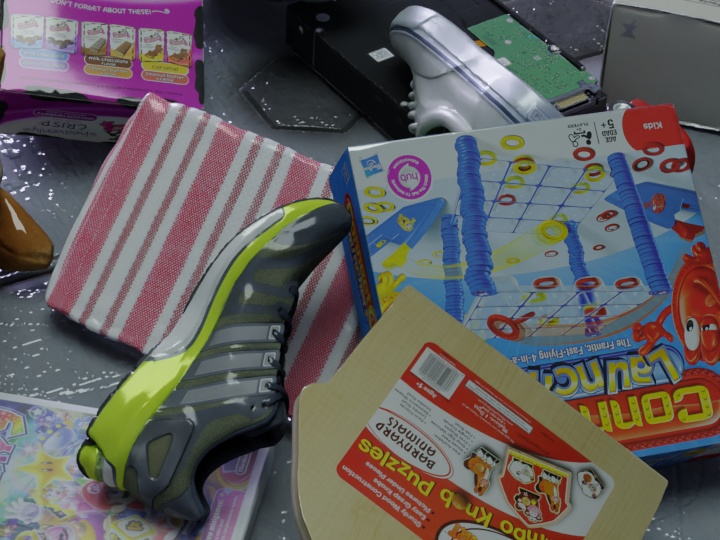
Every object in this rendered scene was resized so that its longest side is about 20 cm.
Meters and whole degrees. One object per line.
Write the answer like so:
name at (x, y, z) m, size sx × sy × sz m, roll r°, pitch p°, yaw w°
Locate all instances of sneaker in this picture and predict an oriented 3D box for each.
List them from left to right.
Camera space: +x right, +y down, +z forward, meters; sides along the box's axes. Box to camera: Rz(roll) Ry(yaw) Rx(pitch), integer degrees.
sneaker at (-0.062, 0.049, 1.123) m, size 0.081 × 0.074 × 0.201 m, roll 35°, pitch 82°, yaw 14°
sneaker at (0.057, -0.110, 1.324) m, size 0.071 × 0.073 × 0.200 m, roll -47°, pitch 31°, yaw 3°

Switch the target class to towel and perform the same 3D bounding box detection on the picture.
towel at (-0.076, -0.007, 1.224) m, size 0.199 × 0.030 × 0.147 m, roll 23°, pitch 82°, yaw 20°

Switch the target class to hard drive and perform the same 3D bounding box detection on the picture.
hard drive at (0.057, -0.142, 1.446) m, size 0.139 × 0.038 × 0.200 m, roll -23°, pitch 45°, yaw -27°

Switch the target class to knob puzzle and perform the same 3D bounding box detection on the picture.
knob puzzle at (0.045, 0.126, 1.051) m, size 0.218 × 0.031 × 0.221 m, roll 14°, pitch 51°, yaw -18°

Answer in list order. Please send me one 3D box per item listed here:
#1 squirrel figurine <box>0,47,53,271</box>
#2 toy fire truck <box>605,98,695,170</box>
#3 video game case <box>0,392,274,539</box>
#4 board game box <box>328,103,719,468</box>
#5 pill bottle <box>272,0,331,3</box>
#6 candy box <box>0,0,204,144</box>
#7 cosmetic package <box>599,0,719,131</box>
squirrel figurine at (-0.309, -0.045, 1.212) m, size 0.198 × 0.143 × 0.187 m, roll 2°, pitch 18°, yaw 26°
toy fire truck at (0.156, -0.029, 1.306) m, size 0.199 × 0.049 × 0.141 m, roll -27°, pitch 49°, yaw -32°
video game case at (-0.158, 0.128, 1.123) m, size 0.198 × 0.018 × 0.144 m, roll 8°, pitch 40°, yaw 7°
board game box at (0.099, 0.019, 1.161) m, size 0.198 × 0.056 × 0.197 m, roll -9°, pitch 76°, yaw -13°
pill bottle at (-0.067, -0.255, 1.482) m, size 0.111 × 0.113 × 0.200 m, roll -16°, pitch 27°, yaw -21°
candy box at (-0.175, -0.186, 1.389) m, size 0.135 × 0.061 × 0.202 m, roll 5°, pitch 65°, yaw -16°
cosmetic package at (0.240, -0.194, 1.480) m, size 0.103 × 0.088 × 0.200 m, roll 14°, pitch 40°, yaw 12°
